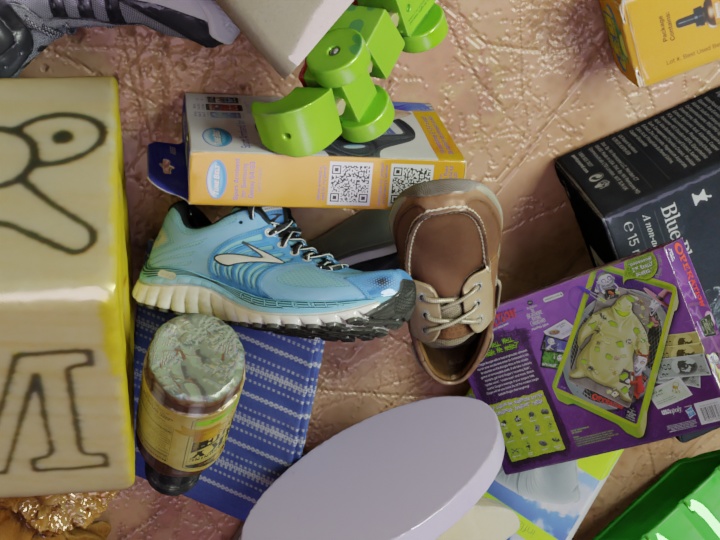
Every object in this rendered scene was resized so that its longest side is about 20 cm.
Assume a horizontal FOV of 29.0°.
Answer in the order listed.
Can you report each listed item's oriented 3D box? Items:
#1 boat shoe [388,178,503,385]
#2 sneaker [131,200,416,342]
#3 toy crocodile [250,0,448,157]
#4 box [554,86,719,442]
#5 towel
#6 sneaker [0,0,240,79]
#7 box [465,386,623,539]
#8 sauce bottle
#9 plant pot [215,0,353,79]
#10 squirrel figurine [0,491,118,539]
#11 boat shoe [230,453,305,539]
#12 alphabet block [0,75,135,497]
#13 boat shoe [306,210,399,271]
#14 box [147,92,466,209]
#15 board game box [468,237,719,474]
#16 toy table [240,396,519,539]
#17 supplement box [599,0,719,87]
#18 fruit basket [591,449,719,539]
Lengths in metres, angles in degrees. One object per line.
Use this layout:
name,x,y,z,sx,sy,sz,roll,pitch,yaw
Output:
boat shoe,0.060,0.011,0.897,0.075,0.072,0.200,-9,151,3
sneaker,-0.057,-0.007,0.882,0.199,0.078,0.091,8,86,27
toy crocodile,0.004,-0.149,0.882,0.201,0.061,0.068,-58,145,-23
box,0.272,-0.017,0.997,0.199,0.118,0.198,-24,116,1
towel,-0.099,0.087,0.996,0.144,0.024,0.201,20,120,14
sneaker,-0.181,-0.164,0.882,0.199,0.076,0.114,24,109,-12
box,0.118,0.154,1.056,0.122,0.048,0.201,32,110,17
sauce bottle,-0.116,0.096,0.919,0.064,0.065,0.200,3,153,-10
plant pot,-0.042,-0.259,0.803,0.177,0.200,0.200,40,103,-12
squirrel figurine,-0.242,0.180,0.994,0.186,0.142,0.200,33,108,-28
boat shoe,-0.076,0.239,1.083,0.073,0.065,0.201,13,111,-15
alphabet block,-0.243,0.012,0.858,0.198,0.196,0.197,-2,138,-7
boat shoe,0.000,0.000,0.988,0.199,0.076,0.061,-21,116,14
box,-0.039,-0.080,0.915,0.198,0.119,0.042,3,114,-11
board game box,0.155,0.063,0.946,0.199,0.032,0.121,-22,93,46
toy table,0.022,0.187,0.969,0.199,0.184,0.118,-25,121,-11
supplement box,0.265,-0.193,0.944,0.199,0.069,0.067,-20,115,-2
fruit basket,0.272,0.265,1.071,0.214,0.155,0.217,7,72,-22
